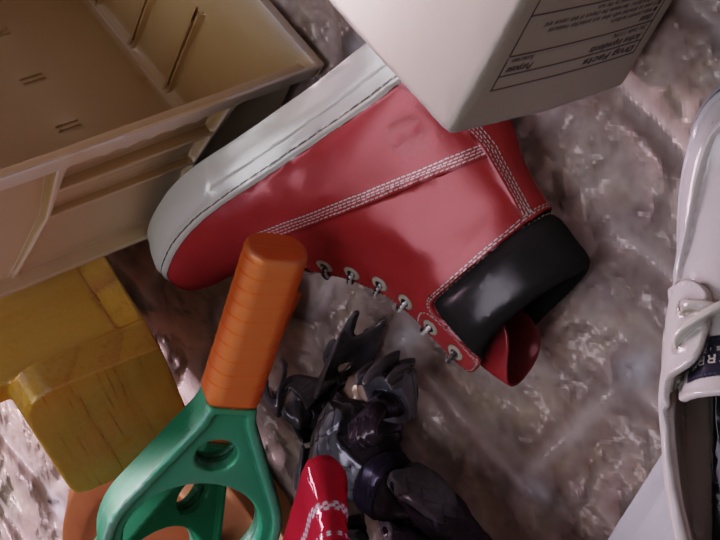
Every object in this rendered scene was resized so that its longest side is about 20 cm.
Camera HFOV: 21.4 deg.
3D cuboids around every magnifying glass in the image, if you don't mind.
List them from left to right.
[{"bbox_3d":[-0.079,0.095,0.890,0.022,0.079,0.201,34,103,36],"label":"magnifying glass"},{"bbox_3d":[-0.060,0.069,0.806,0.022,0.079,0.201,-111,32,-50],"label":"magnifying glass"}]

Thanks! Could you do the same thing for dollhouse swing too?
[{"bbox_3d":[-0.207,0.021,0.886,0.200,0.175,0.182,54,169,22],"label":"dollhouse swing"}]

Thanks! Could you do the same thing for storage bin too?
[{"bbox_3d":[-0.161,-0.104,0.830,0.200,0.198,0.094,51,139,18],"label":"storage bin"}]

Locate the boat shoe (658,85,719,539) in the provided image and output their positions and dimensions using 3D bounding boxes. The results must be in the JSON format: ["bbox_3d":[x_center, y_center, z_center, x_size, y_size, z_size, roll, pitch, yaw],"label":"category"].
[{"bbox_3d":[0.133,0.033,0.650,0.072,0.066,0.202,4,93,33],"label":"boat shoe"}]

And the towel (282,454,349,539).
[{"bbox_3d":[-0.011,0.192,0.756,0.145,0.022,0.201,106,159,-52],"label":"towel"}]

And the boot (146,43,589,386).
[{"bbox_3d":[0.000,0.000,0.796,0.200,0.072,0.145,-31,85,41],"label":"boot"}]

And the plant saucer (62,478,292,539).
[{"bbox_3d":[-0.093,0.169,0.990,0.199,0.037,0.202,21,121,40],"label":"plant saucer"}]

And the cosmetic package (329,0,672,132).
[{"bbox_3d":[0.076,-0.154,0.635,0.087,0.103,0.201,48,133,23],"label":"cosmetic package"}]

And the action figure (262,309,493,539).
[{"bbox_3d":[0.020,0.103,0.824,0.200,0.069,0.131,41,143,33],"label":"action figure"}]

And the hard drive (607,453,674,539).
[{"bbox_3d":[0.185,0.136,0.696,0.200,0.025,0.132,45,133,24],"label":"hard drive"}]
